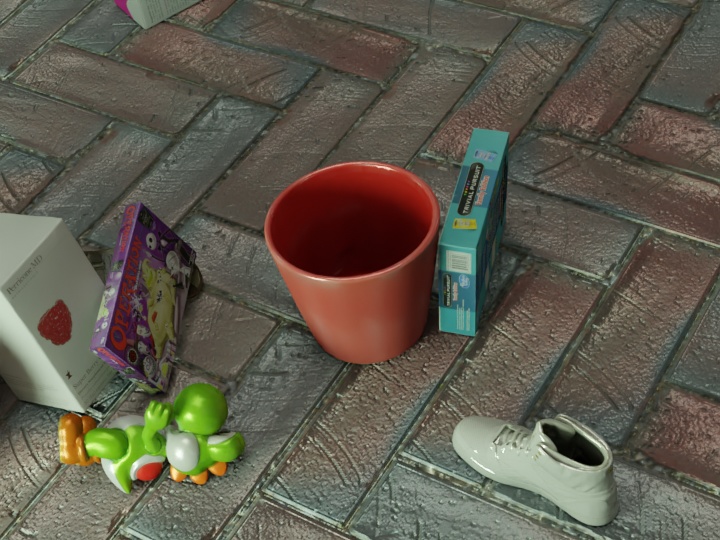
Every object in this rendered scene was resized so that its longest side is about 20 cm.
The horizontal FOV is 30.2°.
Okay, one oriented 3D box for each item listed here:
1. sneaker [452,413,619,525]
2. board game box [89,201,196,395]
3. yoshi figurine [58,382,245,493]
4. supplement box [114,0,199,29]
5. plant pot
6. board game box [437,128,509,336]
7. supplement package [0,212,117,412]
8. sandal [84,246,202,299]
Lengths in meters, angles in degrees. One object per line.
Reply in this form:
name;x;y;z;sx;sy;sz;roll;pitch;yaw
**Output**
sneaker;0.182;0.180;1.402;0.200;0.116;0.074;23;56;29
board game box;-0.255;0.033;1.585;0.032;0.120;0.200;-14;52;32
yoshi figurine;-0.228;0.171;1.486;0.199;0.112;0.113;-1;40;5
supplement box;-0.295;-0.485;2.121;0.200;0.104;0.101;-34;52;-19
plant pot;0.000;0.000;1.558;0.200;0.178;0.201;-5;47;5
board game box;0.136;-0.047;1.598;0.047;0.151;0.200;9;48;12
supplement package;-0.371;0.048;1.542;0.120;0.200;0.121;6;46;36
sandal;-0.300;0.013;1.677;0.199;0.055;0.082;-6;68;-14
